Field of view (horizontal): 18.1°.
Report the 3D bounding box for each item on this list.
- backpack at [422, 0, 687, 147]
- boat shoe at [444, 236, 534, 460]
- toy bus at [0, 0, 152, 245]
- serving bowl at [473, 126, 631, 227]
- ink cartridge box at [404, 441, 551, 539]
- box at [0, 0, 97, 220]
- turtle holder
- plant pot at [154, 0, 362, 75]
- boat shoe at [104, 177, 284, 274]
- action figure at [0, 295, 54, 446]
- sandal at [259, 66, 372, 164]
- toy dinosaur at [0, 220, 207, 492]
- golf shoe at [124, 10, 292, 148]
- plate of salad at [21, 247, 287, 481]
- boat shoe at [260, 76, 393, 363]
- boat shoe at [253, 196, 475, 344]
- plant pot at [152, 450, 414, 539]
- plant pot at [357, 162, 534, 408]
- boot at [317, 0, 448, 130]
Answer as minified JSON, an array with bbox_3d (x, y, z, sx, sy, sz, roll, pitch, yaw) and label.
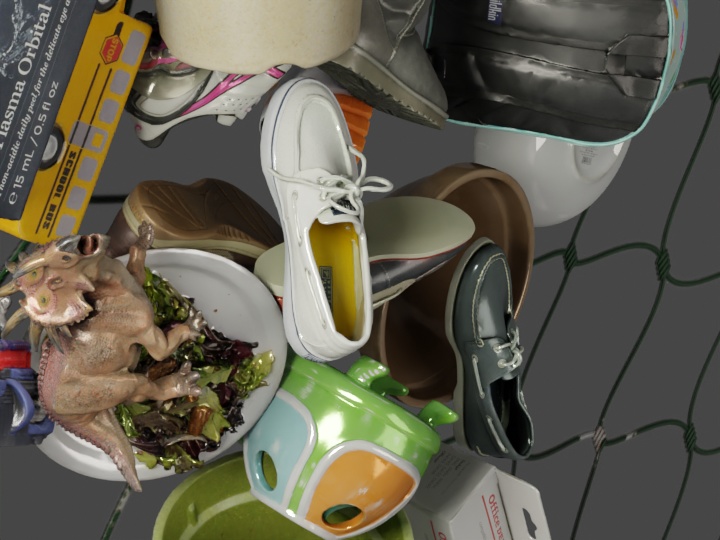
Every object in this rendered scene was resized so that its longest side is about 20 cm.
[{"bbox_3d":[0.160,-0.191,1.786,0.153,0.199,0.177,-26,127,-64],"label":"backpack"},{"bbox_3d":[0.112,0.066,1.819,0.073,0.062,0.201,-32,131,-40],"label":"boat shoe"},{"bbox_3d":[-0.195,-0.119,1.472,0.078,0.065,0.201,17,94,-54],"label":"toy bus"},{"bbox_3d":[0.184,-0.127,1.966,0.200,0.066,0.201,-29,130,-41],"label":"serving bowl"},{"bbox_3d":[0.058,0.199,1.857,0.067,0.199,0.116,-45,138,-28],"label":"ink cartridge box"},{"bbox_3d":[-0.268,-0.151,1.317,0.200,0.117,0.198,15,96,-53],"label":"box"},{"bbox_3d":[-0.034,0.120,1.695,0.132,0.185,0.141,-60,153,-4],"label":"turtle holder"},{"bbox_3d":[-0.067,-0.234,1.458,0.200,0.200,0.184,-29,128,-41],"label":"plant pot"},{"bbox_3d":[-0.121,-0.018,1.635,0.072,0.072,0.200,-45,161,19],"label":"boat shoe"},{"bbox_3d":[-0.278,0.101,1.456,0.200,0.104,0.194,37,72,-72],"label":"action figure"},{"bbox_3d":[-0.030,-0.132,1.689,0.079,0.059,0.207,46,48,-26],"label":"sandal"},{"bbox_3d":[-0.178,0.049,1.462,0.135,0.086,0.201,-12,119,-38],"label":"toy dinosaur"},{"bbox_3d":[-0.088,-0.153,1.595,0.199,0.072,0.093,-24,131,-33],"label":"golf shoe"},{"bbox_3d":[-0.144,0.074,1.592,0.199,0.048,0.201,-11,125,-15],"label":"plate of salad"},{"bbox_3d":[-0.020,-0.041,1.573,0.074,0.086,0.203,2,80,-30],"label":"boat shoe"},{"bbox_3d":[0.000,0.000,1.677,0.199,0.071,0.063,-21,135,-35],"label":"boat shoe"},{"bbox_3d":[-0.063,0.273,1.771,0.200,0.200,0.185,-37,146,-36],"label":"plant pot"},{"bbox_3d":[0.047,0.002,1.832,0.200,0.092,0.202,-28,129,-41],"label":"plant pot"},{"bbox_3d":[0.048,-0.215,1.624,0.182,0.072,0.201,35,75,-63],"label":"boot"}]
